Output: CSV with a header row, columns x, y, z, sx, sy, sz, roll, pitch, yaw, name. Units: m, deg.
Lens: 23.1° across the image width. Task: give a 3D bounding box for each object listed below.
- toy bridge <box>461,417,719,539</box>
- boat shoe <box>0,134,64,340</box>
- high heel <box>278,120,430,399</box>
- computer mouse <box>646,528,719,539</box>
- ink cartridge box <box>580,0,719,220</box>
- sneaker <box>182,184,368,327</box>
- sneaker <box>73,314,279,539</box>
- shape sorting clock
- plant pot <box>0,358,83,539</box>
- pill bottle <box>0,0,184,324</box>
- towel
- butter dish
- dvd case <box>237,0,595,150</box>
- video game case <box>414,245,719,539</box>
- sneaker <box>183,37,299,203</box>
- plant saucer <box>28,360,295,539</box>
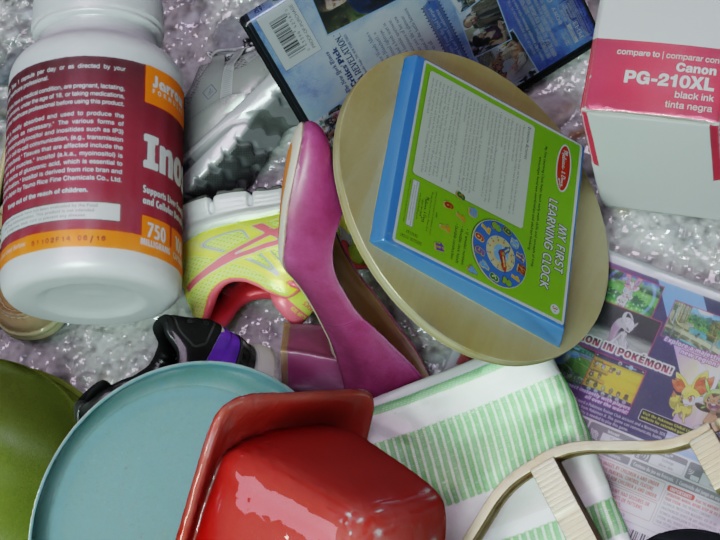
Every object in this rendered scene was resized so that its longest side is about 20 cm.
x,y,z,sx,sy,sz,roll,pitch,yaw,name
0.117,0.134,0.991,0.199,0.027,0.068,-31,70,9,toy bridge
-0.218,-0.054,1.183,0.073,0.063,0.202,-2,69,13,boat shoe
0.000,0.000,1.038,0.095,0.202,0.068,2,33,1,high heel
0.124,0.217,0.941,0.139,0.046,0.200,-2,35,34,computer mouse
0.195,-0.153,1.066,0.083,0.145,0.202,7,71,16,ink cartridge box
-0.027,-0.011,1.113,0.198,0.078,0.091,-15,66,21,sneaker
-0.137,0.115,1.060,0.069,0.099,0.201,12,73,62,sneaker
0.067,-0.037,1.031,0.198,0.039,0.202,17,55,-26,shape sorting clock
-0.265,0.123,1.055,0.198,0.193,0.202,-5,68,12,plant pot
-0.166,-0.076,1.106,0.112,0.113,0.202,-6,71,12,pill bottle
0.075,0.153,1.025,0.151,0.023,0.202,-23,71,12,towel
-0.013,0.177,0.937,0.147,0.199,0.202,21,96,24,butter dish
0.041,-0.153,1.119,0.199,0.143,0.018,-32,30,0,dvd case
0.144,0.081,1.058,0.199,0.023,0.183,21,76,22,video game case
-0.068,-0.132,1.166,0.200,0.075,0.082,-43,66,-4,sneaker
-0.100,0.151,1.028,0.201,0.200,0.027,-55,25,-10,plant saucer
